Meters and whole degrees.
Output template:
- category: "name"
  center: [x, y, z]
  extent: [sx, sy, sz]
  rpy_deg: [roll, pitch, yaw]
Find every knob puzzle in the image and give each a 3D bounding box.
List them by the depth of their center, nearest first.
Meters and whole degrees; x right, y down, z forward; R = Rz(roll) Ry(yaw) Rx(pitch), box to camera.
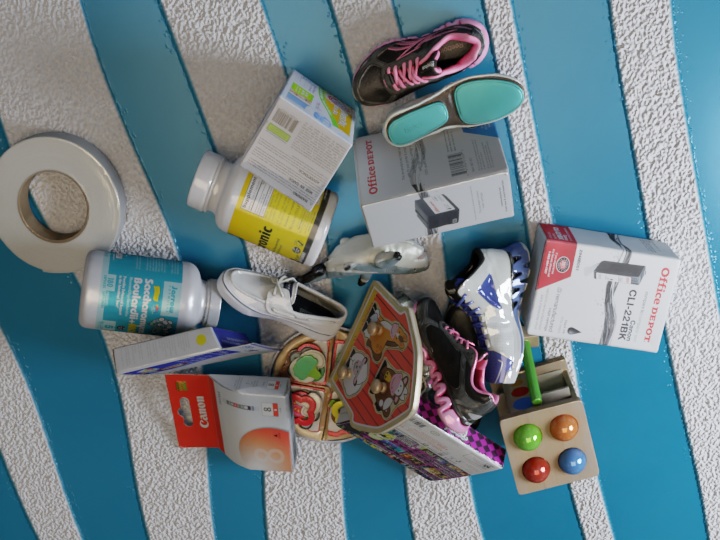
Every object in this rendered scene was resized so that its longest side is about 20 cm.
- category: "knob puzzle"
  center: [0.022, 0.138, 1.291]
  extent: [0.030, 0.220, 0.223]
  rpy_deg: [13, 113, -34]

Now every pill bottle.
- category: "pill bottle"
  center: [-0.138, -0.093, 1.286]
  extent: [0.196, 0.112, 0.113]
  rpy_deg: [22, 109, -5]
- category: "pill bottle"
  center: [-0.302, 0.037, 1.327]
  extent: [0.195, 0.111, 0.113]
  rpy_deg: [7, 111, -16]

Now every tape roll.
- category: "tape roll"
  center: [-0.441, -0.097, 1.334]
  extent: [0.197, 0.037, 0.208]
  rpy_deg: [0, 109, 1]

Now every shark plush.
- category: "shark plush"
  center: [0.000, 0.000, 1.341]
  extent: [0.197, 0.092, 0.084]
  rpy_deg: [-25, 138, 5]

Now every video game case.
- category: "video game case"
  center: [0.088, 0.249, 1.367]
  extent: [0.198, 0.036, 0.180]
  rpy_deg: [33, 148, -20]

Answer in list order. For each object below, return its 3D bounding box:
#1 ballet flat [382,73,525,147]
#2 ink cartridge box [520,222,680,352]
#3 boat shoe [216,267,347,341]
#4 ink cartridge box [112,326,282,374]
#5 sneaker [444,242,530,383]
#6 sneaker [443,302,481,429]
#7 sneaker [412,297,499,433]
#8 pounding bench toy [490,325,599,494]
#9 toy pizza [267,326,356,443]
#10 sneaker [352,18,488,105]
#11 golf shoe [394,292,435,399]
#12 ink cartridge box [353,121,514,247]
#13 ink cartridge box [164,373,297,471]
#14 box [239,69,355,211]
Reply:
- category: "ballet flat"
  center: [0.120, -0.222, 1.224]
  extent: [0.196, 0.070, 0.071]
  rpy_deg: [-18, 109, 2]
- category: "ink cartridge box"
  center: [0.344, 0.025, 1.326]
  extent: [0.195, 0.084, 0.148]
  rpy_deg: [8, 109, -1]
- category: "boat shoe"
  center: [-0.111, 0.037, 1.342]
  extent: [0.196, 0.075, 0.066]
  rpy_deg: [20, 139, -19]
- category: "ink cartridge box"
  center: [-0.228, 0.112, 1.320]
  extent: [0.195, 0.198, 0.048]
  rpy_deg: [-14, 81, 5]
- category: "sneaker"
  center: [0.174, 0.056, 1.318]
  extent: [0.112, 0.080, 0.205]
  rpy_deg: [5, 87, -14]
- category: "sneaker"
  center: [0.156, 0.150, 1.363]
  extent: [0.074, 0.114, 0.204]
  rpy_deg: [2, 107, 0]
- category: "sneaker"
  center: [0.136, 0.121, 1.290]
  extent: [0.095, 0.078, 0.204]
  rpy_deg: [-32, 64, 26]
- category: "pounding bench toy"
  center: [0.261, 0.199, 1.352]
  extent: [0.121, 0.156, 0.204]
  rpy_deg: [-15, 108, 7]
- category: "toy pizza"
  center: [-0.049, 0.183, 1.422]
  extent: [0.195, 0.032, 0.205]
  rpy_deg: [1, 110, 2]
- category: "sneaker"
  center: [0.077, -0.273, 1.216]
  extent: [0.196, 0.096, 0.080]
  rpy_deg: [-23, 109, 11]
- category: "golf shoe"
  center: [0.078, 0.132, 1.363]
  extent: [0.087, 0.077, 0.204]
  rpy_deg: [18, 122, 38]
- category: "ink cartridge box"
  center: [0.096, -0.127, 1.239]
  extent: [0.195, 0.147, 0.085]
  rpy_deg: [-12, 135, 6]
- category: "ink cartridge box"
  center: [-0.200, 0.235, 1.412]
  extent: [0.195, 0.051, 0.165]
  rpy_deg: [0, 125, 3]
- category: "box"
  center: [-0.077, -0.177, 1.206]
  extent: [0.111, 0.201, 0.102]
  rpy_deg: [32, 109, -11]
